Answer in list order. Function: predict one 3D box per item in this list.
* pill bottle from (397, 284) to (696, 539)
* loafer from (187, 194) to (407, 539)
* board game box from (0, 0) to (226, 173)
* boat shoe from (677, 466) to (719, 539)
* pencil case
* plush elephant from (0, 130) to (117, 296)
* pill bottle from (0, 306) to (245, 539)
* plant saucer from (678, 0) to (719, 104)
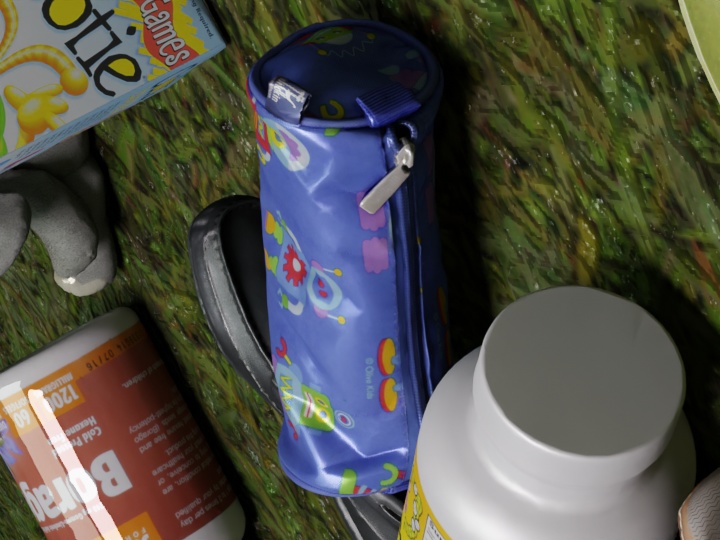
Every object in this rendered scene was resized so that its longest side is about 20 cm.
[{"bbox_3d":[0.069,0.092,0.792,0.104,0.104,0.200,48,153,25],"label":"pill bottle"},{"bbox_3d":[-0.007,0.050,0.947,0.201,0.068,0.070,58,146,-5],"label":"loafer"},{"bbox_3d":[-0.182,-0.096,0.952,0.103,0.200,0.105,62,157,-4],"label":"board game box"},{"bbox_3d":[0.164,0.160,0.724,0.201,0.076,0.072,62,158,-1],"label":"boat shoe"},{"bbox_3d":[0.000,0.000,0.828,0.087,0.078,0.201,43,144,49],"label":"pencil case"},{"bbox_3d":[-0.230,-0.055,1.145,0.165,0.155,0.200,54,156,12],"label":"plush elephant"},{"bbox_3d":[-0.139,0.132,1.233,0.201,0.112,0.112,61,156,-3],"label":"pill bottle"},{"bbox_3d":[0.157,-0.071,0.530,0.200,0.031,0.200,45,152,32],"label":"plant saucer"}]
